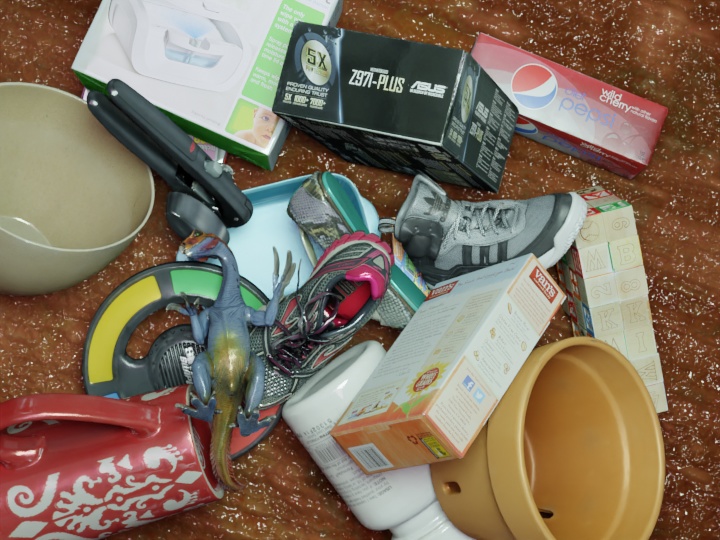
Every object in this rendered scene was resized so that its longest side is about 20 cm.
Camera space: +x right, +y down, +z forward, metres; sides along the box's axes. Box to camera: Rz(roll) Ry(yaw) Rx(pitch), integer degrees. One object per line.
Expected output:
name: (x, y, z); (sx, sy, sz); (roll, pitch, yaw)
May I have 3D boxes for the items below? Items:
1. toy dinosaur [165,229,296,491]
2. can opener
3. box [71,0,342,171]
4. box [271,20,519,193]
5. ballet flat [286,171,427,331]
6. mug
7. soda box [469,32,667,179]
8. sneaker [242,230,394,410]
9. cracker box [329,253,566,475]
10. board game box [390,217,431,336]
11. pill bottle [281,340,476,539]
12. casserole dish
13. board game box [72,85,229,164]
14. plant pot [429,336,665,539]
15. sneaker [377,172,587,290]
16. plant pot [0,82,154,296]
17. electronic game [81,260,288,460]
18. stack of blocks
toy dinosaur: (-0.132, 0.060, 1.345); (0.104, 0.201, 0.182); (9, 40, -17)
can opener: (-0.169, -0.100, 1.373); (0.063, 0.079, 0.200); (-23, 126, 22)
box: (-0.138, -0.217, 1.409); (0.199, 0.097, 0.177); (25, 85, 0)
box: (0.036, -0.145, 1.363); (0.163, 0.200, 0.087); (14, 86, 22)
ballet flat: (0.000, 0.000, 1.416); (0.072, 0.072, 0.201); (-40, 102, -7)
mug: (-0.235, 0.177, 1.344); (0.199, 0.178, 0.134); (-15, 78, 4)
soda box: (0.192, -0.160, 1.474); (0.199, 0.070, 0.064); (22, 81, -1)
sneaker: (-0.049, 0.050, 1.358); (0.080, 0.075, 0.200); (35, 110, -13)
cracker box: (0.077, 0.081, 1.310); (0.058, 0.134, 0.200); (48, 55, -17)
board game box: (0.087, 0.045, 1.471); (0.102, 0.019, 0.201); (-4, 84, -5)
pill bottle: (0.027, 0.176, 1.402); (0.114, 0.114, 0.200); (-37, 96, -6)
casserole dish: (-0.079, -0.021, 1.460); (0.199, 0.039, 0.122); (-15, 85, -6)
board game box: (-0.181, -0.212, 1.473); (0.152, 0.040, 0.201); (15, 83, -2)
plant pot: (0.157, 0.167, 1.344); (0.199, 0.140, 0.202); (11, 73, -41)
sneaker: (0.103, -0.042, 1.368); (0.114, 0.200, 0.076); (37, 53, -27)
plant pot: (-0.306, -0.055, 1.389); (0.199, 0.135, 0.201); (19, 44, -19)
electronic game: (-0.161, 0.090, 1.418); (0.198, 0.042, 0.201); (0, 101, -2)
stack of blocks: (0.231, 0.030, 1.432); (0.058, 0.115, 0.201); (-13, 103, -4)
